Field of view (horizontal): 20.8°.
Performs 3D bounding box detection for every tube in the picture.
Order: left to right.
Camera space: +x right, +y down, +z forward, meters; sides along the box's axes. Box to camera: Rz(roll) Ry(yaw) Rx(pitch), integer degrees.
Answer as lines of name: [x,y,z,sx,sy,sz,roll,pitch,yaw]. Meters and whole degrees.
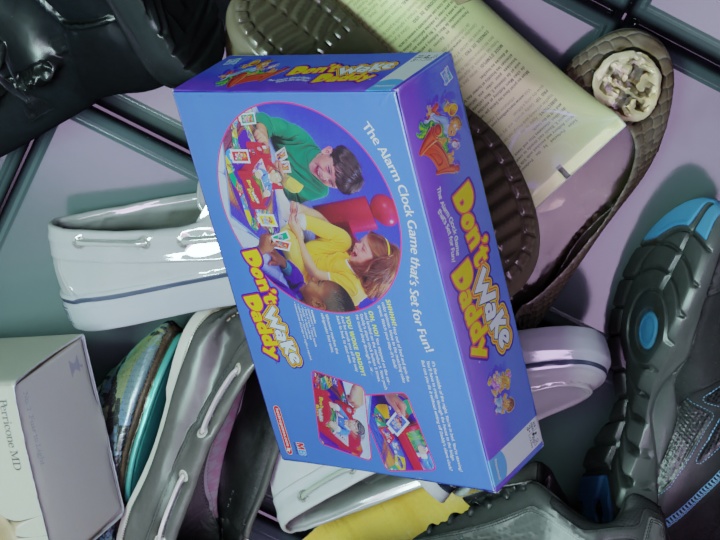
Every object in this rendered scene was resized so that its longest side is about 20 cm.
tube: [0.037,-0.117,0.982,0.200,0.052,0.058,45,147,-4]

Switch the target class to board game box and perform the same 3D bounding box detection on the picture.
board game box: [0.000,0.000,0.916,0.134,0.045,0.201,5,119,39]

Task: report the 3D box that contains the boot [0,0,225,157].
boot: [-0.178,-0.152,0.939,0.167,0.077,0.201,-15,119,30]

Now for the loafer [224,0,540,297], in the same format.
loafer: [0.009,-0.061,0.967,0.076,0.067,0.200,-37,82,-25]

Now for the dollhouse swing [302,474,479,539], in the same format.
dollhouse swing: [0.068,0.222,1.094,0.200,0.176,0.182,-43,142,12]

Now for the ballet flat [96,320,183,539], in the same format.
ballet flat: [-0.139,0.119,1.057,0.074,0.074,0.201,10,102,-1]

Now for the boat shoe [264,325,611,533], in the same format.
boat shoe: [0.042,0.089,1.023,0.199,0.073,0.067,-21,62,23]

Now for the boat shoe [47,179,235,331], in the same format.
boat shoe: [-0.066,-0.022,1.009,0.199,0.074,0.066,-15,109,5]

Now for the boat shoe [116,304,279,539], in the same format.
boat shoe: [-0.079,0.117,1.019,0.067,0.057,0.201,1,107,-45]

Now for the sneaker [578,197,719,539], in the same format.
sneaker: [0.174,0.057,1.035,0.081,0.073,0.201,5,112,-17]

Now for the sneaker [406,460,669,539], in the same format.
sneaker: [0.068,0.142,0.992,0.199,0.066,0.091,1,78,21]

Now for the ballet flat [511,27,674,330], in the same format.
ballet flat: [0.101,-0.033,1.015,0.067,0.046,0.201,30,104,-7]

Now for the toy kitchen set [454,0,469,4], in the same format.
toy kitchen set: [0.001,-0.230,0.945,0.180,0.163,0.201,-17,106,35]

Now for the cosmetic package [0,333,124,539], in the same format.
cosmetic package: [-0.232,0.095,1.013,0.199,0.073,0.104,-5,106,26]
